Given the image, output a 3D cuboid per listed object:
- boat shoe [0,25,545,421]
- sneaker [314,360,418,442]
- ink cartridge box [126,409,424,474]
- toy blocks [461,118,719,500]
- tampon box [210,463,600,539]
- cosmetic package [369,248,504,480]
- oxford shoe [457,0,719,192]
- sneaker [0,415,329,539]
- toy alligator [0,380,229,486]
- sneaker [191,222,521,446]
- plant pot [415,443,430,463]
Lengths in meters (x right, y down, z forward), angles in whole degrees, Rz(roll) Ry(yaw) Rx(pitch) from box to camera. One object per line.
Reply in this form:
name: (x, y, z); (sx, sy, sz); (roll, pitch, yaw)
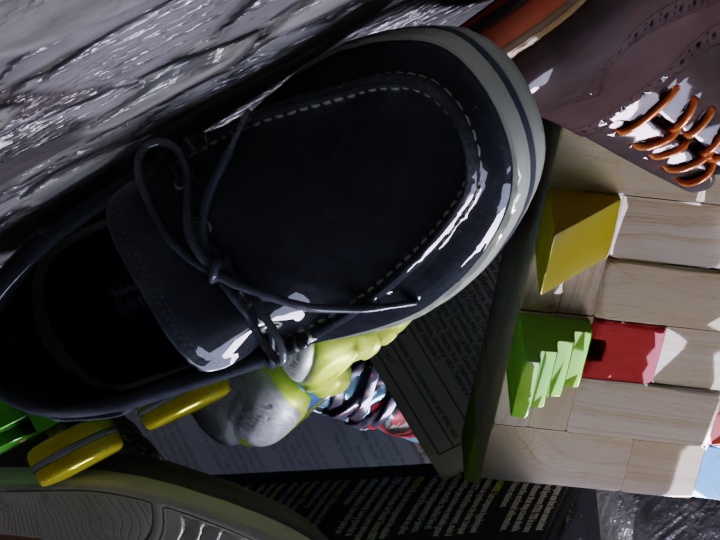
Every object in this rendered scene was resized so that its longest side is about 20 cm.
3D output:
boat shoe: (-0.032, -0.006, 0.796); (0.200, 0.075, 0.062); (-24, -176, 40)
sneaker: (0.005, 0.026, 1.177); (0.200, 0.096, 0.079); (-22, 173, -42)
ink cartridge box: (-0.072, 0.107, 1.240); (0.200, 0.160, 0.047); (-26, 174, -6)
toy blocks: (0.119, 0.005, 1.002); (0.136, 0.100, 0.200); (6, 127, -6)
tampon box: (-0.013, 0.159, 1.090); (0.200, 0.150, 0.126); (-4, -167, 14)
cosmetic package: (0.094, -0.018, 1.084); (0.200, 0.105, 0.071); (-26, -168, 14)
oxford shoe: (0.089, -0.060, 0.842); (0.071, 0.073, 0.200); (-29, 174, 32)
sneaker: (-0.083, 0.072, 1.011); (0.200, 0.075, 0.106); (9, -149, 22)
toy alligator: (-0.105, 0.039, 0.951); (0.200, 0.059, 0.054); (-27, 175, 11)
sneaker: (0.000, 0.000, 1.002); (0.105, 0.076, 0.200); (-25, 174, -26)
plant pot: (-0.056, 0.126, 1.362); (0.200, 0.200, 0.180); (-22, 168, -31)
